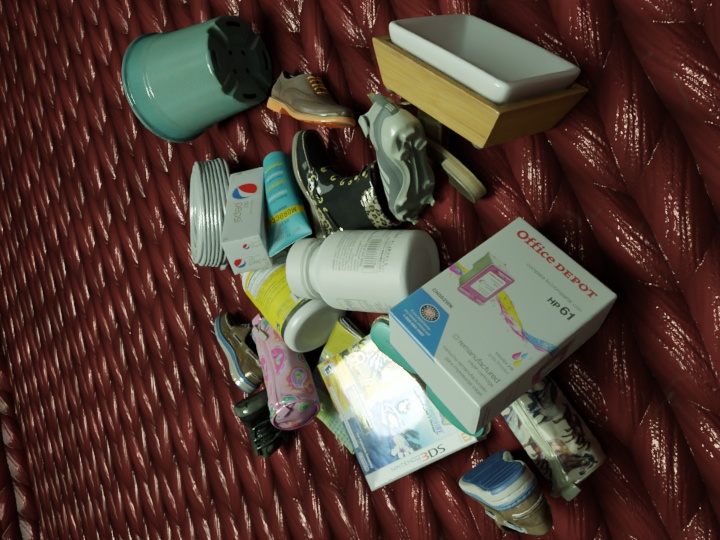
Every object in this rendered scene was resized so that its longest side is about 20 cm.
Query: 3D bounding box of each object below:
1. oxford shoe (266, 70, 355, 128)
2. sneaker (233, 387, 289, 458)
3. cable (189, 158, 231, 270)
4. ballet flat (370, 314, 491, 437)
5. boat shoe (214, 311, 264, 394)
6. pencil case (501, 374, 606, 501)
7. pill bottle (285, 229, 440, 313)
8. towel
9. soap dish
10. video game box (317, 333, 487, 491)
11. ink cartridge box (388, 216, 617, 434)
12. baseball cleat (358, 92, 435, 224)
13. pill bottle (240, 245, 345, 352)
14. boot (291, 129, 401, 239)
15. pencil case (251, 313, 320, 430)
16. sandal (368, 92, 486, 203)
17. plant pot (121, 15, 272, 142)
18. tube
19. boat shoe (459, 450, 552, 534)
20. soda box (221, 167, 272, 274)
[{"bbox_3d":[-0.078,-0.271,0.932,0.200,0.071,0.073,28,109,39],"label":"oxford shoe"},{"bbox_3d":[-0.167,0.267,1.037,0.114,0.076,0.199,63,165,9],"label":"sneaker"},{"bbox_3d":[-0.278,-0.107,1.102,0.200,0.069,0.200,156,110,-68],"label":"cable"},{"bbox_3d":[0.099,0.124,0.760,0.200,0.065,0.071,46,123,20],"label":"ballet flat"},{"bbox_3d":[-0.213,0.140,1.110,0.072,0.072,0.200,-41,47,5],"label":"boat shoe"},{"bbox_3d":[0.202,0.163,0.695,0.078,0.089,0.200,-48,63,37],"label":"pencil case"},{"bbox_3d":[0.000,0.000,0.830,0.200,0.114,0.115,2,96,32],"label":"pill bottle"},{"bbox_3d":[-0.020,0.185,0.948,0.144,0.023,0.200,41,121,23],"label":"towel"},{"bbox_3d":[0.132,-0.222,0.682,0.200,0.157,0.081,43,139,32],"label":"soap dish"},{"bbox_3d":[0.053,0.183,0.842,0.182,0.047,0.200,-34,71,21],"label":"video game box"},{"bbox_3d":[0.151,0.054,0.650,0.145,0.200,0.085,46,160,29],"label":"ink cartridge box"},{"bbox_3d":[0.049,-0.148,0.772,0.107,0.070,0.200,55,167,28],"label":"baseball cleat"},{"bbox_3d":[-0.123,0.030,0.979,0.200,0.112,0.113,46,124,31],"label":"pill bottle"},{"bbox_3d":[-0.021,-0.134,0.887,0.150,0.073,0.200,-16,88,45],"label":"boot"},{"bbox_3d":[-0.128,0.161,0.979,0.087,0.087,0.200,-57,39,32],"label":"pencil case"},{"bbox_3d":[0.105,-0.183,0.782,0.070,0.078,0.212,-42,69,4],"label":"sandal"},{"bbox_3d":[-0.275,-0.342,1.040,0.196,0.200,0.201,-4,92,37],"label":"plant pot"},{"bbox_3d":[-0.123,-0.111,0.956,0.077,0.050,0.200,-31,48,19],"label":"tube"},{"bbox_3d":[0.167,0.262,0.684,0.072,0.200,0.072,-34,79,-3],"label":"boat shoe"},{"bbox_3d":[-0.181,-0.087,0.976,0.200,0.064,0.068,-99,-5,-49],"label":"soda box"}]
